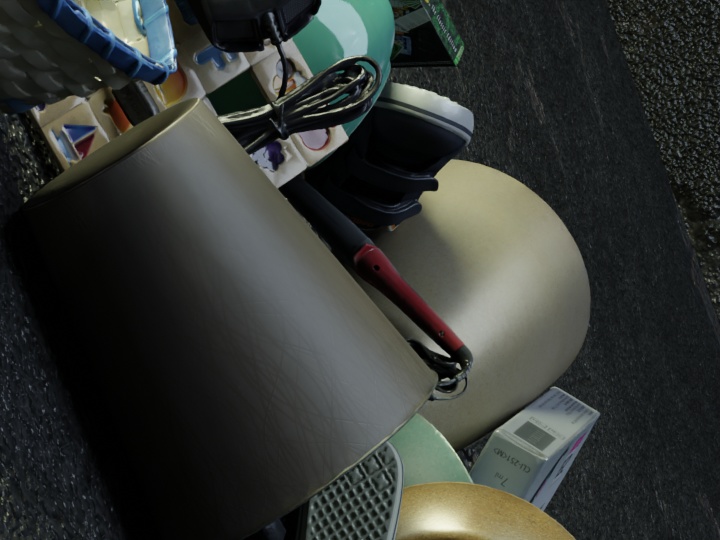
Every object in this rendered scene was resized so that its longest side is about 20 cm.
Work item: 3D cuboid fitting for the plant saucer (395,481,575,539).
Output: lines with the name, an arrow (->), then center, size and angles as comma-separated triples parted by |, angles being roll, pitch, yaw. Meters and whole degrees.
plant saucer -> 0.049, 0.221, 1.446 | 0.035, 0.199, 0.202 | 47, 25, -83

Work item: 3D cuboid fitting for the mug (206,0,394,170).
mug -> -0.061, -0.117, 1.552 | 0.114, 0.185, 0.152 | 38, 9, -16

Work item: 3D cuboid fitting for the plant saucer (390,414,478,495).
plant saucer -> 0.021, 0.185, 1.547 | 0.201, 0.038, 0.202 | 34, -50, 53

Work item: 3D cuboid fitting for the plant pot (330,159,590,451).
plant pot -> 0.034, 0.050, 1.687 | 0.188, 0.186, 0.200 | 66, 31, -15

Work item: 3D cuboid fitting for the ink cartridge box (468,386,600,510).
ink cartridge box -> 0.086, 0.172, 1.705 | 0.043, 0.174, 0.200 | 30, 12, 10

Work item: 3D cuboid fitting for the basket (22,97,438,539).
basket -> -0.082, 0.023, 1.356 | 0.201, 0.180, 0.136 | 58, -17, -11

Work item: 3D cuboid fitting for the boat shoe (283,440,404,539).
boat shoe -> -0.021, 0.187, 1.404 | 0.062, 0.074, 0.201 | 106, -1, -77

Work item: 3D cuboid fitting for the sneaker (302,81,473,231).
sneaker -> 0.015, -0.068, 1.626 | 0.200, 0.078, 0.080 | 163, -54, -75

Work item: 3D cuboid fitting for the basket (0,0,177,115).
basket -> -0.138, -0.172, 1.275 | 0.176, 0.199, 0.140 | 40, 35, -63

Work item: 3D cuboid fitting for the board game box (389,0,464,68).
board game box -> -0.038, -0.172, 1.642 | 0.105, 0.199, 0.024 | 57, 48, -40

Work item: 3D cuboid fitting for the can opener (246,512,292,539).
can opener -> -0.048, 0.147, 1.500 | 0.063, 0.078, 0.201 | -42, 114, -31

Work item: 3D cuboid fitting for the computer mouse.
computer mouse -> -0.089, -0.153, 1.421 | 0.201, 0.140, 0.046 | 63, -8, -4

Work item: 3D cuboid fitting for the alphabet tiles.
alphabet tiles -> -0.116, -0.119, 1.427 | 0.201, 0.167, 0.008 | 61, -27, -10

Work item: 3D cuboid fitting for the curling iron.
curling iron -> 0.000, 0.000, 1.590 | 0.049, 0.026, 0.200 | -31, 78, -32
